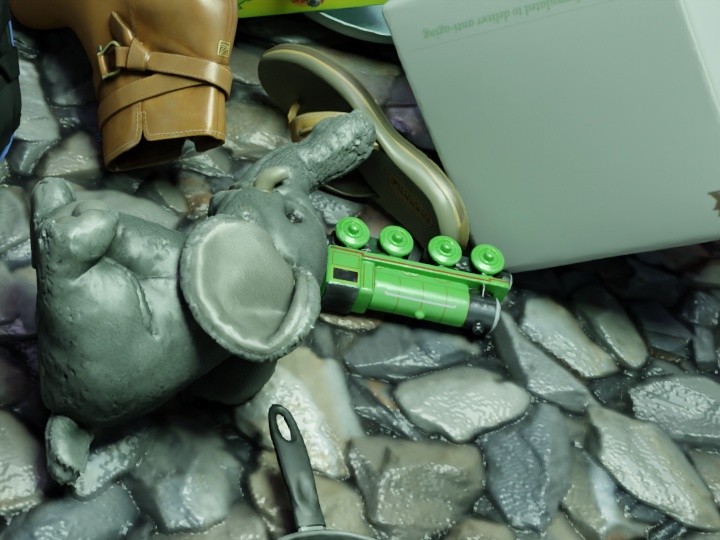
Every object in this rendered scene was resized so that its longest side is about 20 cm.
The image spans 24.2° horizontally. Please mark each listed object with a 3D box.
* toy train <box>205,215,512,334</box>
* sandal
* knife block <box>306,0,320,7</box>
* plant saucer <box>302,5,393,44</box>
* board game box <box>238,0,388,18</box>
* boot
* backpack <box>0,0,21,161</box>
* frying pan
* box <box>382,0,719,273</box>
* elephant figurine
[{"bbox_3d":[0.000,0.000,1.030,0.198,0.042,0.057,11,50,-11],"label":"toy train"},{"bbox_3d":[-0.009,-0.076,1.094,0.054,0.081,0.200,-34,66,-20],"label":"sandal"},{"bbox_3d":[-0.073,-0.263,1.139,0.199,0.064,0.175,38,44,20],"label":"knife block"},{"bbox_3d":[0.004,-0.225,1.282,0.199,0.039,0.202,11,41,-10],"label":"plant saucer"},{"bbox_3d":[-0.068,-0.231,1.193,0.198,0.048,0.102,-10,50,-29],"label":"board game box"},{"bbox_3d":[-0.156,-0.138,1.083,0.076,0.198,0.157,12,72,-56],"label":"boot"},{"bbox_3d":[-0.287,-0.114,0.928,0.145,0.185,0.200,9,26,19],"label":"backpack"},{"bbox_3d":[-0.031,0.154,0.848,0.114,0.031,0.190,-19,50,-37],"label":"frying pan"},{"bbox_3d":[0.157,-0.130,1.061,0.197,0.201,0.172,-9,26,34],"label":"box"},{"bbox_3d":[-0.076,0.007,0.906,0.198,0.157,0.142,-3,22,-13],"label":"elephant figurine"}]
